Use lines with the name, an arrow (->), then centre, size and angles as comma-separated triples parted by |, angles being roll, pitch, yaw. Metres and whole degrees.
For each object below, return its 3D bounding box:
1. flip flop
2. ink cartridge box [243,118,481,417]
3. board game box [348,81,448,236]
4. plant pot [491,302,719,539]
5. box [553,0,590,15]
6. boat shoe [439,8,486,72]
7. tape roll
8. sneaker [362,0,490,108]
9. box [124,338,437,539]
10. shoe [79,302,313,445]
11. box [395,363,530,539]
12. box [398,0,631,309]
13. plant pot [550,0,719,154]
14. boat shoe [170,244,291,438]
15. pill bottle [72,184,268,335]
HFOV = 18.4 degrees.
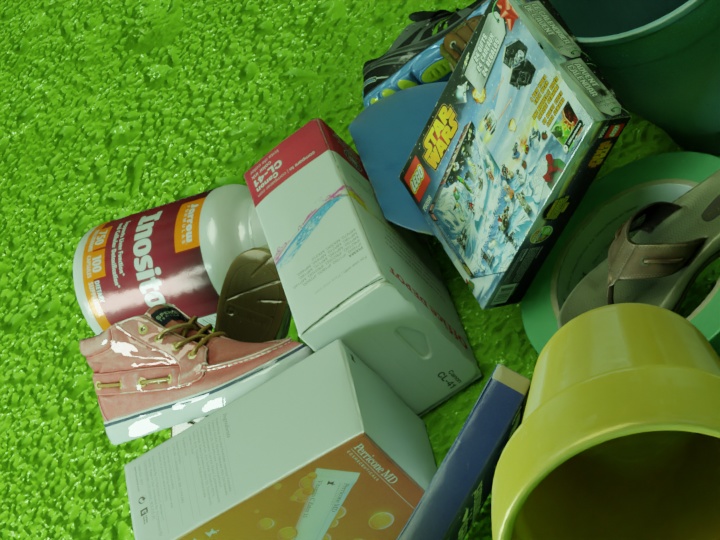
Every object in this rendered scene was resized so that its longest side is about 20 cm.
flip flop -> 0.214, -0.019, 1.562 | 0.200, 0.058, 0.081 | -40, 41, 3
ink cartridge box -> 0.000, 0.000, 1.723 | 0.085, 0.148, 0.200 | -34, 41, 14
board game box -> 0.080, -0.076, 1.770 | 0.157, 0.039, 0.200 | -9, 42, -12
plant pot -> 0.183, 0.125, 1.454 | 0.200, 0.201, 0.189 | -29, 27, 16
box -> 0.195, -0.232, 1.764 | 0.036, 0.143, 0.201 | 6, 61, 39
boat shoe -> 0.120, -0.122, 1.750 | 0.068, 0.072, 0.200 | -28, 48, 7
tape roll -> 0.214, 0.007, 1.621 | 0.200, 0.048, 0.201 | -21, 46, 24
sneaker -> 0.080, -0.202, 1.885 | 0.199, 0.071, 0.083 | -33, 48, 17
box -> -0.056, 0.162, 1.650 | 0.200, 0.124, 0.098 | -31, 43, 15
shoe -> -0.131, 0.065, 1.707 | 0.200, 0.091, 0.071 | -20, 2, 33
box -> 0.059, 0.171, 1.559 | 0.032, 0.121, 0.200 | 29, 74, 12
box -> 0.107, -0.088, 1.606 | 0.137, 0.040, 0.200 | 59, 141, 29
plant pot -> 0.247, -0.192, 1.654 | 0.199, 0.188, 0.201 | -22, 45, 24
boat shoe -> -0.093, 0.073, 1.771 | 0.073, 0.063, 0.201 | 26, 108, 10
pill bottle -> -0.132, -0.007, 1.861 | 0.199, 0.113, 0.113 | -16, 48, 28
